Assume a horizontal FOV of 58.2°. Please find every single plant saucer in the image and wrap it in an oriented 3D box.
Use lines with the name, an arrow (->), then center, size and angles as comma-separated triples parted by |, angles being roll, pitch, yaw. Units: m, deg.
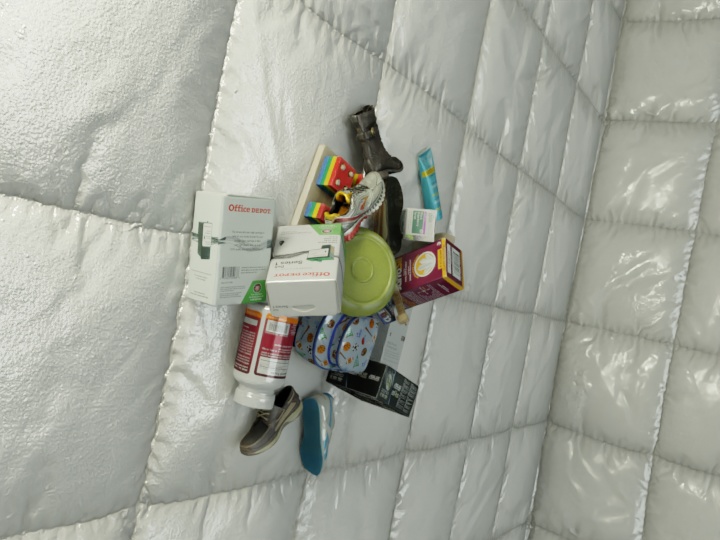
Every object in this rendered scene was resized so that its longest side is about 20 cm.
plant saucer -> 0.000, 0.000, 1.447 | 0.195, 0.031, 0.206 | 4, 80, -22

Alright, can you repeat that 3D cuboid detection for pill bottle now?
pill bottle -> -0.200, 0.173, 1.330 | 0.112, 0.111, 0.206 | 16, 87, -55

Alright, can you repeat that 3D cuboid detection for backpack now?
backpack -> -0.058, 0.150, 1.510 | 0.188, 0.152, 0.206 | 14, 90, -45

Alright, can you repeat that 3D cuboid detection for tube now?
tube -> 0.199, -0.244, 1.868 | 0.077, 0.049, 0.205 | -42, 126, -51

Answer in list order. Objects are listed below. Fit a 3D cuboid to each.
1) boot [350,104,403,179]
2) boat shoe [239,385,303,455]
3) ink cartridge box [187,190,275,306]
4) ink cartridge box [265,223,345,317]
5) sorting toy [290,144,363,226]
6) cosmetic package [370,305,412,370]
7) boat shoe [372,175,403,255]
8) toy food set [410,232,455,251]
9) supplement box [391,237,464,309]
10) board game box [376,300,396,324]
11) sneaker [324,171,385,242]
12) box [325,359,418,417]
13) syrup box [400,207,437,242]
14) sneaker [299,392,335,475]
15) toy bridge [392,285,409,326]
boot -> 0.042, -0.319, 1.593 | 0.200, 0.068, 0.179 | -41, 120, -62
boat shoe -> -0.202, 0.322, 1.414 | 0.200, 0.073, 0.075 | -43, 123, -53
ink cartridge box -> -0.244, -0.044, 1.231 | 0.145, 0.081, 0.206 | -1, 100, -55
ink cartridge box -> -0.106, -0.004, 1.312 | 0.202, 0.142, 0.086 | -88, 174, -54
sorting toy -> -0.050, -0.151, 1.500 | 0.198, 0.068, 0.205 | 35, 69, -54
cosmetic package -> 0.075, 0.163, 1.765 | 0.101, 0.073, 0.205 | 24, 80, -54
boat shoe -> 0.061, -0.140, 1.665 | 0.075, 0.073, 0.206 | 11, 79, -47
toy food set -> 0.187, -0.019, 1.794 | 0.059, 0.199, 0.147 | 25, 76, -20
supplement box -> 0.160, 0.012, 1.652 | 0.085, 0.197, 0.113 | 31, 50, -40
board game box -> 0.030, 0.015, 1.589 | 0.136, 0.034, 0.203 | 55, 16, -47
sneaker -> -0.010, -0.153, 1.429 | 0.202, 0.076, 0.083 | -55, 138, -31
box -> 0.033, 0.290, 1.658 | 0.200, 0.161, 0.088 | 41, 67, -51
syrup box -> 0.147, -0.119, 1.699 | 0.200, 0.079, 0.081 | -94, -171, -86
sneaker -> -0.097, 0.399, 1.574 | 0.080, 0.075, 0.206 | -14, 112, -55
toy bridge -> 0.078, 0.043, 1.600 | 0.067, 0.027, 0.204 | 41, 27, -69
